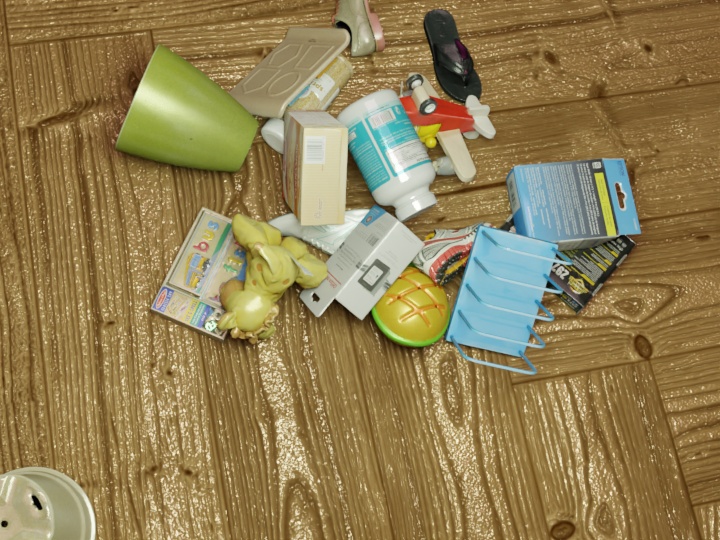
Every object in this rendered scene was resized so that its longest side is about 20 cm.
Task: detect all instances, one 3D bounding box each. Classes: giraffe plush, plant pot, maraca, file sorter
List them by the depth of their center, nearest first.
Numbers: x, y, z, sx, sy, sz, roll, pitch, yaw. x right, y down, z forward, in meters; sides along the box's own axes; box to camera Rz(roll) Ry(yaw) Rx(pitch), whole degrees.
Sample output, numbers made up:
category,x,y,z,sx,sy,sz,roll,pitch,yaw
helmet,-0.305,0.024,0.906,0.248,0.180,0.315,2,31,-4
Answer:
category,x,y,z,sx,sy,sz,roll,pitch,yaw
plant pot,-0.489,0.369,1.450,0.200,0.184,0.201,2,71,-7
giraffe plush,-0.156,0.029,1.617,0.172,0.200,0.162,27,102,-25
file sorter,0.238,0.050,1.629,0.138,0.123,0.201,13,104,-10
maraca,0.082,0.041,1.680,0.137,0.107,0.201,14,49,-13
plant pot,-0.279,-0.248,1.696,0.199,0.187,0.188,23,69,-12

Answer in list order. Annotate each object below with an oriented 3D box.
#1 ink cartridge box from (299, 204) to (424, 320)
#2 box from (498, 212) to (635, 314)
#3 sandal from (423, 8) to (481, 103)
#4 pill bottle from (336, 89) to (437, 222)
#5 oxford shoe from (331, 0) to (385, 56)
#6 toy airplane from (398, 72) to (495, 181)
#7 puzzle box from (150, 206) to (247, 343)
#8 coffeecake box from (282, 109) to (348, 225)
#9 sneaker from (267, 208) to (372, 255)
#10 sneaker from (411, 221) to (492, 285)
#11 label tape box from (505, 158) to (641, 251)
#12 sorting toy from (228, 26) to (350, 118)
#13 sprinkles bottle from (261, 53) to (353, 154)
category,x,y,z,sx,sy,sz,roll,pitch,yaw
ink cartridge box,0.000,0.000,1.652,0.067,0.116,0.200,39,91,-26
box,0.353,-0.049,1.772,0.200,0.049,0.160,41,74,7
sandal,0.166,-0.398,1.867,0.075,0.048,0.201,-17,74,-13
pill bottle,0.049,-0.182,1.640,0.111,0.111,0.201,-25,87,-15
oxford shoe,-0.022,-0.485,1.864,0.075,0.070,0.201,-21,74,-8
toy airplane,0.134,-0.252,1.783,0.199,0.141,0.200,37,34,-5
puzzle box,-0.246,0.005,1.689,0.133,0.025,0.201,22,70,1
coffeecake box,-0.077,-0.171,1.651,0.073,0.200,0.154,-1,107,-13
sneaker,-0.060,-0.063,1.714,0.199,0.070,0.081,-1,92,-1
sneaker,0.155,-0.046,1.699,0.082,0.078,0.200,32,32,24
label tape box,0.361,-0.110,1.735,0.199,0.066,0.144,-5,73,-11
sorting toy,-0.126,-0.342,1.768,0.200,0.185,0.036,-52,128,-17
sprinkles bottle,-0.092,-0.297,1.790,0.068,0.068,0.200,34,70,5
